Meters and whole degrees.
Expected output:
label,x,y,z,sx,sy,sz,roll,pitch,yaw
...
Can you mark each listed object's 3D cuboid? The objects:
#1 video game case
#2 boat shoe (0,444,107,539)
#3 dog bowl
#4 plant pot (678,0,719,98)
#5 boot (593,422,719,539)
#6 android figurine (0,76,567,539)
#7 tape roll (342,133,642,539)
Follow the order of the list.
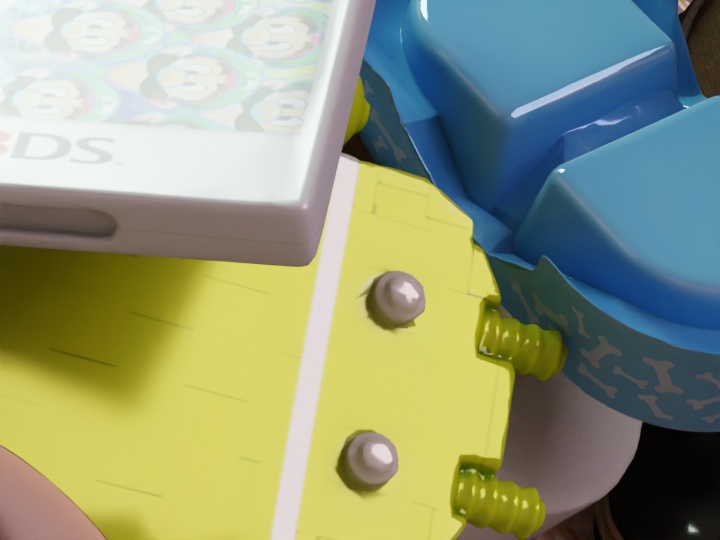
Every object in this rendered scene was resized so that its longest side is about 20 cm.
label,x,y,z,sx,sy,sz,roll,pitch,yaw
video game case,-0.086,-0.080,0.721,0.200,0.181,0.024,-78,169,-47
boat shoe,-0.120,0.056,0.642,0.070,0.070,0.200,-45,102,-20
dog bowl,0.071,-0.033,0.799,0.111,0.050,0.200,-24,55,-27
plant pot,0.198,-0.068,0.853,0.200,0.198,0.201,10,53,-13
boot,0.129,0.020,0.946,0.077,0.139,0.200,8,26,6
android figurine,-0.041,0.021,0.724,0.199,0.041,0.183,17,68,-14
tape roll,0.000,0.000,0.859,0.202,0.071,0.203,34,37,-31
